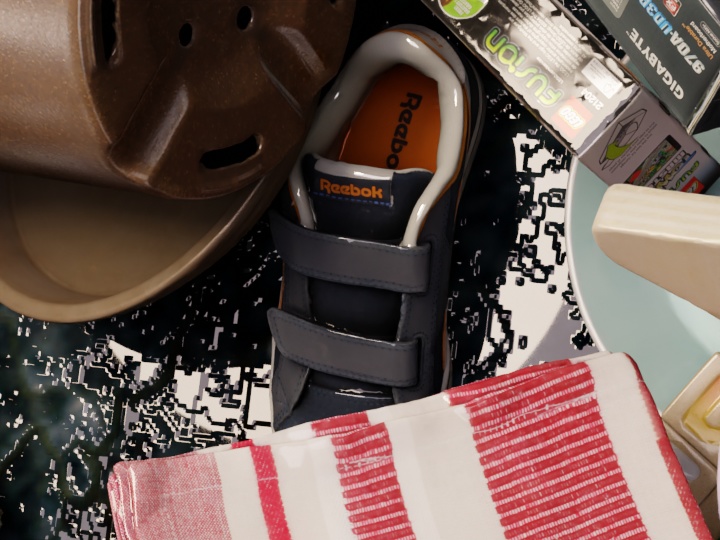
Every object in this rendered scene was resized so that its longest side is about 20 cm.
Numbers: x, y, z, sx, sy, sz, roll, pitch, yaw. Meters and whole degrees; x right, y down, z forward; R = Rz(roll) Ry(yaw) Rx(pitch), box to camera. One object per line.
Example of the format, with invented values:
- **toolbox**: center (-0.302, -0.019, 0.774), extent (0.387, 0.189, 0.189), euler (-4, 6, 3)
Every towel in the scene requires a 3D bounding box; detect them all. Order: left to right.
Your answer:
- **towel**: center (0.025, 0.107, 0.718), extent (0.198, 0.023, 0.145), euler (-12, 59, -13)

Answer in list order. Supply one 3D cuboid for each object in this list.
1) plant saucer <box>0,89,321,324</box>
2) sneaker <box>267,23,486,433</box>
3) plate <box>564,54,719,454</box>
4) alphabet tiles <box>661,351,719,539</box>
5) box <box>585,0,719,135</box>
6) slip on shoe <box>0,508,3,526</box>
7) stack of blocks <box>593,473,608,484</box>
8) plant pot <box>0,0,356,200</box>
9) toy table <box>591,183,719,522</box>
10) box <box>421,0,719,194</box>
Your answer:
- **plant saucer**: center (-0.088, -0.070, 0.873), extent (0.199, 0.029, 0.202), euler (-18, 58, 32)
- **sneaker**: center (0.000, 0.000, 0.850), extent (0.078, 0.079, 0.202), euler (7, 85, 15)
- **plate**: center (0.178, -0.020, 0.831), extent (0.198, 0.026, 0.202), euler (-2, 81, 14)
- **alphabet tiles**: center (0.153, 0.135, 0.807), extent (0.166, 0.006, 0.200), euler (42, 99, 11)
- **box**: center (0.130, -0.152, 0.791), extent (0.158, 0.046, 0.201), euler (-18, 61, -33)
- **slip on shoe**: center (-0.219, 0.040, 0.910), extent (0.199, 0.076, 0.061), euler (36, 80, 23)
- **stack of blocks**: center (0.113, 0.184, 0.783), extent (0.115, 0.059, 0.200), euler (-41, 81, 10)
- **plant pot**: center (-0.120, -0.116, 0.783), extent (0.197, 0.200, 0.202), euler (16, 86, 35)
- **toy table**: center (0.177, 0.023, 0.717), extent (0.182, 0.117, 0.201), euler (-2, 58, 26)
- **box**: center (0.048, -0.104, 0.818), extent (0.035, 0.110, 0.200), euler (-46, 63, 8)
